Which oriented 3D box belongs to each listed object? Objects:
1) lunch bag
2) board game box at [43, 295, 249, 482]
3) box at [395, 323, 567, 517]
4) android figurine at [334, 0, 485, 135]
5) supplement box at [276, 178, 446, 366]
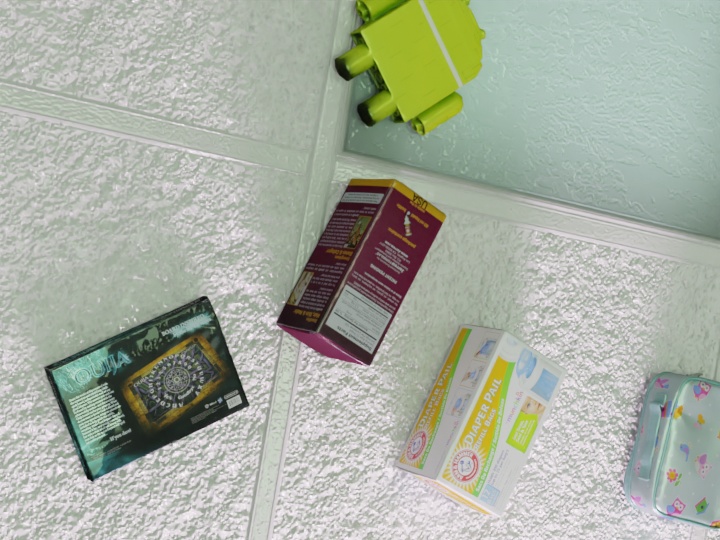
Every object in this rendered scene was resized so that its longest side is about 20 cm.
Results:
[{"bbox_3d":[0.436,0.234,1.947,0.159,0.077,0.202,16,85,-26],"label":"lunch bag"},{"bbox_3d":[-0.233,0.128,1.615,0.199,0.028,0.136,-24,103,-24],"label":"board game box"},{"bbox_3d":[0.146,0.181,1.777,0.112,0.101,0.201,31,78,-26],"label":"box"},{"bbox_3d":[0.067,-0.260,1.747,0.199,0.041,0.183,-36,108,-21],"label":"android figurine"},{"bbox_3d":[0.000,0.000,1.686,0.085,0.110,0.201,33,78,-25],"label":"supplement box"}]
